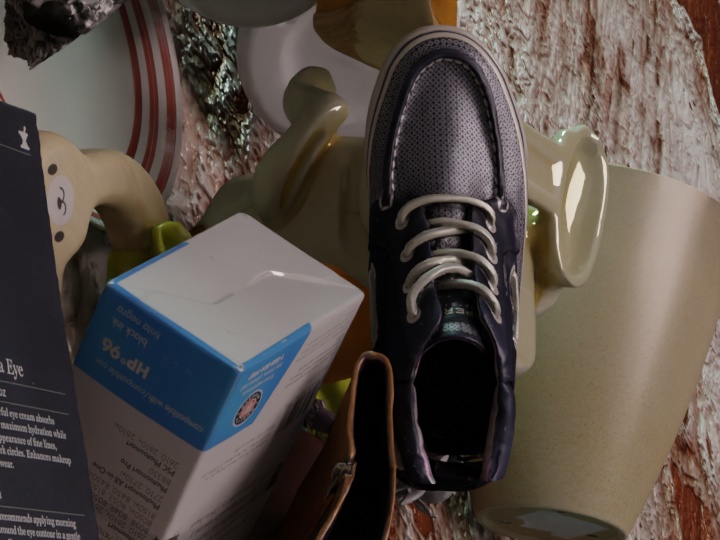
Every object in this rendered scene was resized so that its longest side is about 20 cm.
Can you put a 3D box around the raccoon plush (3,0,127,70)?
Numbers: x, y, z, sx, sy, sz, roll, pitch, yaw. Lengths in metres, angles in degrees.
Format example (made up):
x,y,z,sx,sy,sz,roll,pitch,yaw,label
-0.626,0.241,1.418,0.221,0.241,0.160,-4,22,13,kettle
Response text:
x,y,z,sx,sy,sz,roll,pitch,yaw,label
-0.126,-0.183,1.095,0.200,0.097,0.134,-42,104,-21,raccoon plush

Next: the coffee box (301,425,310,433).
x,y,z,sx,sy,sz,roll,pitch,yaw,label
-0.033,0.181,1.244,0.201,0.044,0.123,-84,151,-41,coffee box

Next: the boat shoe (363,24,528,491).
x,y,z,sx,sy,sz,roll,pitch,yaw,label
0.040,-0.003,1.084,0.093,0.074,0.201,-141,-133,-84,boat shoe

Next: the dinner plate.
x,y,z,sx,sy,sz,roll,pitch,yaw,label
-0.140,-0.113,1.209,0.200,0.024,0.201,49,32,-46,dinner plate

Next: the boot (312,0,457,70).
x,y,z,sx,sy,sz,roll,pitch,yaw,label
0.029,-0.177,1.191,0.201,0.070,0.145,76,32,-76,boot

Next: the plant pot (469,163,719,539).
x,y,z,sx,sy,sz,roll,pitch,yaw,label
0.129,0.060,1.579,0.187,0.186,0.201,40,54,-55,plant pot

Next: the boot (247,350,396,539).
x,y,z,sx,sy,sz,roll,pitch,yaw,label
-0.023,0.100,1.103,0.201,0.068,0.189,105,-1,-49,boot

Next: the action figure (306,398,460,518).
x,y,z,sx,sy,sz,roll,pitch,yaw,label
0.005,0.042,1.373,0.130,0.069,0.201,-66,136,-69,action figure

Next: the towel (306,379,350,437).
x,y,z,sx,sy,sz,roll,pitch,yaw,label
0.003,0.047,1.467,0.200,0.018,0.087,-3,73,-67,towel

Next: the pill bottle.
x,y,z,sx,sy,sz,roll,pitch,yaw,label
-0.009,-0.160,1.417,0.200,0.119,0.120,-93,158,-58,pill bottle

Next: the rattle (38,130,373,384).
x,y,z,sx,sy,sz,roll,pitch,yaw,label
-0.096,-0.004,1.086,0.131,0.142,0.200,-56,145,-21,rattle

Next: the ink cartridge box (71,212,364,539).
x,y,z,sx,sy,sz,roll,pitch,yaw,label
-0.085,0.088,1.053,0.068,0.201,0.116,32,26,14,ink cartridge box

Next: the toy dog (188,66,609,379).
x,y,z,sx,sy,sz,roll,pitch,yaw,label
0.000,0.000,1.236,0.139,0.199,0.195,16,72,-49,toy dog

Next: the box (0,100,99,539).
x,y,z,sx,sy,sz,roll,pitch,yaw,label
-0.189,0.026,0.884,0.200,0.104,0.183,20,58,-65,box

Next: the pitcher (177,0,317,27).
x,y,z,sx,sy,sz,roll,pitch,yaw,label
-0.046,-0.230,1.277,0.121,0.172,0.201,26,35,-32,pitcher
